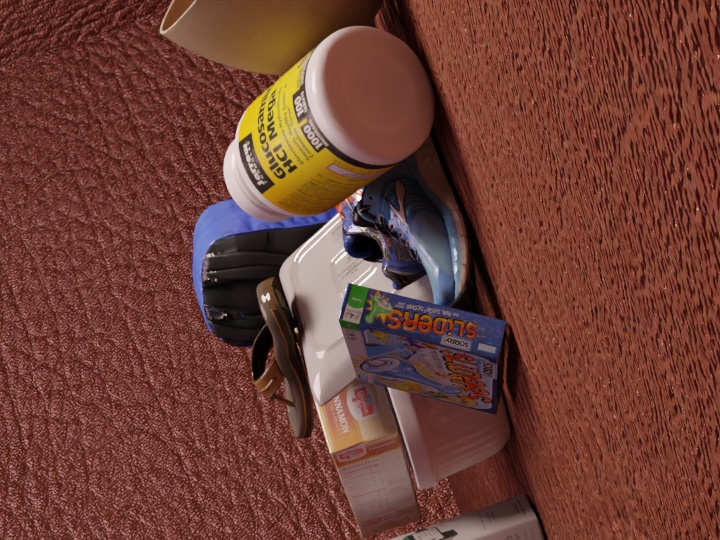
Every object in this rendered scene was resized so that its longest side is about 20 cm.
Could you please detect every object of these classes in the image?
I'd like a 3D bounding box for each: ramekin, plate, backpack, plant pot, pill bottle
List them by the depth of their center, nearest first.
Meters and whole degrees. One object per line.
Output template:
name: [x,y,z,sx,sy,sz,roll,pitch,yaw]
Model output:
pill bottle: [-0.034,-0.111,1.272,0.200,0.112,0.113,-31,75,55]
plant pot: [-0.057,-0.241,1.298,0.134,0.201,0.200,35,-169,-17]
plate: [0.000,0.000,1.499,0.032,0.199,0.201,33,-155,-37]
ramekin: [0.076,0.107,1.546,0.200,0.104,0.202,162,90,-89]
backpack: [-0.087,-0.005,1.697,0.168,0.198,0.164,-123,26,-63]

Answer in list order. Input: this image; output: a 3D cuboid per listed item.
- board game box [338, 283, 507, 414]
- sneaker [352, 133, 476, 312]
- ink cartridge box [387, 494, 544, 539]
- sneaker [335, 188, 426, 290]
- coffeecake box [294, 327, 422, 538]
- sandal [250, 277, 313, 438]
board game box: [0.057,0.070,1.329,0.200,0.134,0.035,75,-150,-71]
sneaker: [0.041,-0.040,1.329,0.079,0.089,0.201,74,176,-59]
ink cartridge box: [0.097,0.331,1.550,0.084,0.198,0.147,-115,6,-82]
sneaker: [0.004,-0.054,1.435,0.200,0.078,0.075,41,176,43]
coffeecake box: [-0.001,0.162,1.620,0.201,0.072,0.154,75,178,-55]
sandal: [-0.086,0.091,1.551,0.201,0.054,0.082,78,175,-48]
